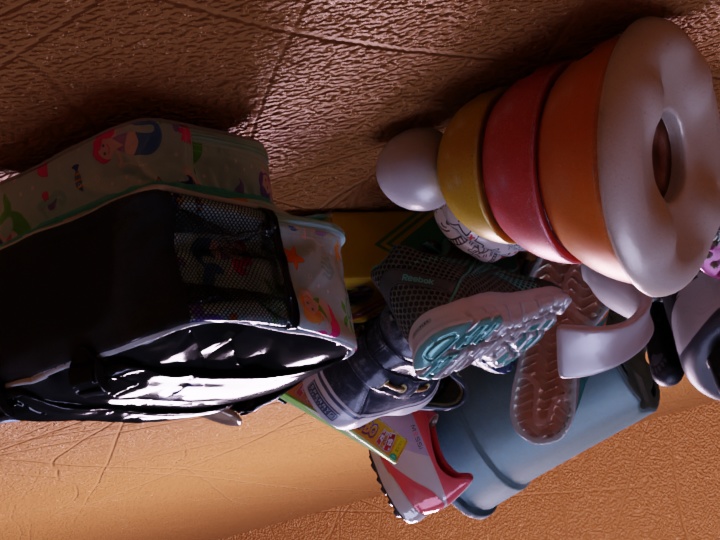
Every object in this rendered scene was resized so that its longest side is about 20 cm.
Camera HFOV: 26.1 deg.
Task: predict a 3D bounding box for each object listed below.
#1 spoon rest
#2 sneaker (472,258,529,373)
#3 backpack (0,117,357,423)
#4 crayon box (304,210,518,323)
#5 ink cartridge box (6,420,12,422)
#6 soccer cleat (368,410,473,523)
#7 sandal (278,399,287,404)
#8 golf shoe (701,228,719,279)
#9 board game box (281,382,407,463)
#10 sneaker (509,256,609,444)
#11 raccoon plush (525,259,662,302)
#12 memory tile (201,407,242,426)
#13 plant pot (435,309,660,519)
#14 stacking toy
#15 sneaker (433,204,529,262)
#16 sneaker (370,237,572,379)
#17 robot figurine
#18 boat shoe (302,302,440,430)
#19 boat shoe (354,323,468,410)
[{"bbox_3d":[0.180,0.007,1.091,0.060,0.100,0.201,3,-148,16],"label":"spoon rest"},{"bbox_3d":[0.088,0.039,1.276,0.084,0.078,0.200,-3,-174,16],"label":"sneaker"},{"bbox_3d":[-0.103,0.010,0.837,0.176,0.153,0.199,-19,159,36],"label":"backpack"},{"bbox_3d":[0.000,0.000,1.129,0.198,0.051,0.127,-3,164,-37],"label":"crayon box"},{"bbox_3d":[-0.335,0.078,1.042,0.198,0.069,0.115,-3,175,-41],"label":"ink cartridge box"},{"bbox_3d":[0.025,0.116,1.346,0.073,0.202,0.068,-29,176,15],"label":"soccer cleat"},{"bbox_3d":[-0.068,0.099,1.497,0.074,0.046,0.200,-11,167,-8],"label":"sandal"},{"bbox_3d":[0.311,-0.076,1.108,0.198,0.076,0.092,-30,-150,3],"label":"golf shoe"},{"bbox_3d":[-0.059,0.090,1.238,0.199,0.030,0.095,22,168,37],"label":"board game box"},{"bbox_3d":[0.165,0.036,1.253,0.071,0.202,0.080,17,-157,8],"label":"sneaker"},{"bbox_3d":[0.247,0.035,1.311,0.198,0.136,0.097,-17,170,-1],"label":"raccoon plush"},{"bbox_3d":[-0.163,0.060,1.091,0.151,0.017,0.200,16,162,13],"label":"memory tile"},{"bbox_3d":[0.158,0.097,1.433,0.195,0.202,0.200,-27,163,20],"label":"plant pot"},{"bbox_3d":[0.091,-0.059,0.868,0.198,0.148,0.145,-1,176,33],"label":"stacking toy"},{"bbox_3d":[0.140,-0.047,1.039,0.200,0.068,0.107,3,161,-41],"label":"sneaker"},{"bbox_3d":[0.076,0.014,1.062,0.078,0.092,0.199,-45,160,21],"label":"sneaker"},{"bbox_3d":[0.292,0.020,1.177,0.148,0.202,0.126,-6,135,0],"label":"robot figurine"},{"bbox_3d":[0.039,0.058,1.132,0.091,0.071,0.200,-40,173,22],"label":"boat shoe"},{"bbox_3d":[0.004,0.068,1.254,0.199,0.075,0.062,29,-174,-35],"label":"boat shoe"}]
